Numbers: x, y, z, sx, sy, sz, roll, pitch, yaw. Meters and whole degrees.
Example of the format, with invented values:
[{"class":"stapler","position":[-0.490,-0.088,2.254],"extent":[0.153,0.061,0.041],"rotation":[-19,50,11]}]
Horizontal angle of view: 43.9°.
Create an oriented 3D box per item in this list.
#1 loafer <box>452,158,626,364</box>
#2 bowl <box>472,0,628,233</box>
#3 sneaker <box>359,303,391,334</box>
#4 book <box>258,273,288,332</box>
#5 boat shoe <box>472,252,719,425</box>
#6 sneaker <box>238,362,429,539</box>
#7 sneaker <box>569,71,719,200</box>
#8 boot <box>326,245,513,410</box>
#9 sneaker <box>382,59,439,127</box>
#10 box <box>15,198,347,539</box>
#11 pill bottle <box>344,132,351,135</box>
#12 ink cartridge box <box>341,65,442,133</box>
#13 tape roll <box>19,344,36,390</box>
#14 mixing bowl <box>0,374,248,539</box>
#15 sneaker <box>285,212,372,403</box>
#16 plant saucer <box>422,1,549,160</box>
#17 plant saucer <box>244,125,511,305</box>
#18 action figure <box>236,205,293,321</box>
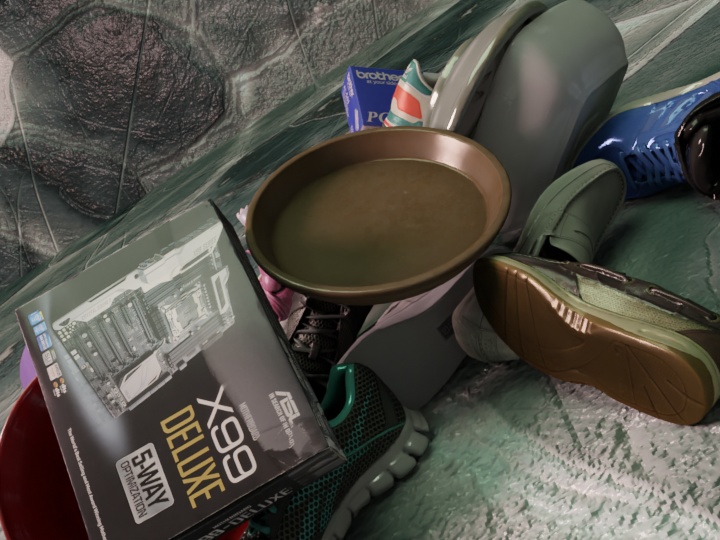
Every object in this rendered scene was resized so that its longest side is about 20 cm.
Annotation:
[{"class":"loafer","position":[0.151,-0.007,0.686],"extent":[0.200,0.070,0.070],"rotation":[-51,32,-18]},{"class":"bowl","position":[0.171,-0.132,0.814],"extent":[0.200,0.074,0.201],"rotation":[-37,-30,-48]},{"class":"sneaker","position":[0.000,0.000,0.852],"extent":[0.200,0.088,0.075],"rotation":[-42,8,28]},{"class":"book","position":[-0.080,0.040,1.002],"extent":[0.133,0.048,0.200],"rotation":[-16,26,35]},{"class":"boat shoe","position":[0.151,0.033,0.568],"extent":[0.064,0.074,0.200],"rotation":[-25,33,-25]},{"class":"sneaker","position":[-0.042,0.142,0.605],"extent":[0.200,0.092,0.077],"rotation":[-46,21,-31]},{"class":"sneaker","position":[0.250,-0.094,0.710],"extent":[0.199,0.077,0.111],"rotation":[-22,20,33]},{"class":"boot","position":[0.045,0.054,0.734],"extent":[0.199,0.074,0.095],"rotation":[-35,8,-19]},{"class":"sneaker","position":[0.126,-0.168,0.944],"extent":[0.070,0.198,0.094],"rotation":[-114,36,-60]},{"class":"box","position":[-0.121,0.074,0.586],"extent":[0.157,0.050,0.201],"rotation":[-29,63,1]},{"class":"pill bottle","position":[0.036,-0.124,1.069],"extent":[0.199,0.113,0.112],"rotation":[-28,13,-32]},{"class":"ink cartridge box","position":[0.083,-0.179,1.023],"extent":[0.044,0.198,0.095],"rotation":[114,151,-51]},{"class":"tape roll","position":[-0.191,0.095,0.797],"extent":[0.199,0.200,0.085],"rotation":[-35,57,-1]},{"class":"mixing bowl","position":[-0.162,0.155,0.677],"extent":[0.200,0.200,0.108],"rotation":[-41,-8,-20]},{"class":"sneaker","position":[-0.032,0.055,0.730],"extent":[0.115,0.075,0.201],"rotation":[-78,8,-54]},{"class":"plant saucer","position":[0.102,-0.149,0.800],"extent":[0.201,0.050,0.201],"rotation":[-51,-21,-28]},{"class":"plant saucer","position":[0.013,-0.042,0.662],"extent":[0.198,0.030,0.201],"rotation":[-8,40,7]},{"class":"action figure","position":[-0.056,-0.001,0.923],"extent":[0.148,0.134,0.201],"rotation":[31,71,23]}]
